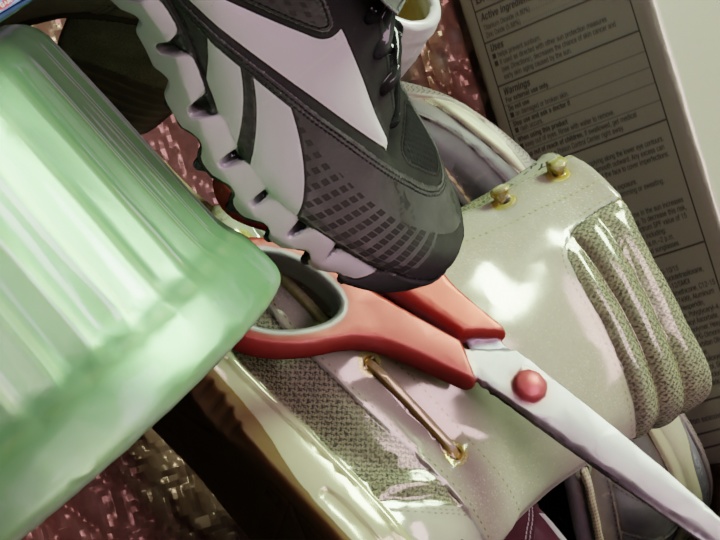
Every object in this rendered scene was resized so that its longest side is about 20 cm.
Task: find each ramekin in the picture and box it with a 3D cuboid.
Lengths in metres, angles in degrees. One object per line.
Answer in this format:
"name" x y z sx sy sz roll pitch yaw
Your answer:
"ramekin" -0.128 0.024 0.728 0.098 0.200 0.200 52 50 -7

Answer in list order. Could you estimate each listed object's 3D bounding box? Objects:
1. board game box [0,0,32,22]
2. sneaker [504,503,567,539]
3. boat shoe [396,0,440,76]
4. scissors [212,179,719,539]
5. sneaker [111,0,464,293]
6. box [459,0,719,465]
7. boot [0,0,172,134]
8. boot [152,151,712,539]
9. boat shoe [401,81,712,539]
"board game box" -0.173 -0.030 0.696 0.151 0.200 0.037 -39 102 -41
"sneaker" -0.021 0.113 0.888 0.199 0.076 0.116 -21 64 -29
"boat shoe" -0.030 -0.153 0.909 0.074 0.086 0.203 -12 71 -40
"scissors" 0.042 0.023 0.830 0.199 0.014 0.073 24 57 -2
"sneaker" -0.015 -0.074 0.724 0.200 0.090 0.067 52 29 -29
"box" 0.115 -0.032 1.018 0.078 0.095 0.201 -15 89 -43
"boot" -0.103 -0.113 0.783 0.199 0.146 0.071 15 48 -16
"boot" 0.000 0.000 0.877 0.154 0.072 0.200 -33 76 -26
"boat shoe" 0.047 0.027 0.954 0.073 0.074 0.200 -44 104 -37
